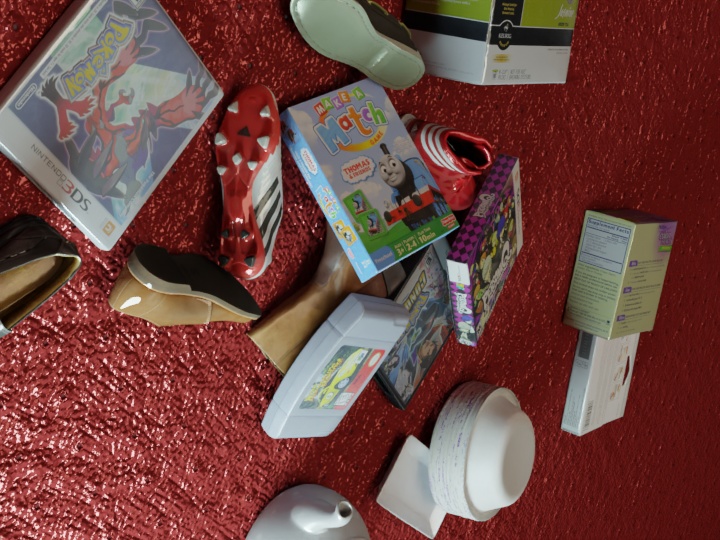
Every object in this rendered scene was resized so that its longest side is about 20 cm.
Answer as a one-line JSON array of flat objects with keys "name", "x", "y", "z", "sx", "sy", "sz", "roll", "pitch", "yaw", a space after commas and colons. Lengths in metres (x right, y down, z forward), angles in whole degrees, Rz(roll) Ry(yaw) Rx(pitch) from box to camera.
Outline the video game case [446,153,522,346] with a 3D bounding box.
[{"name": "video game case", "x": 0.176, "y": -0.027, "z": 1.458, "sx": 0.202, "sy": 0.035, "sz": 0.183, "roll": -60, "pitch": 153, "yaw": -33}]

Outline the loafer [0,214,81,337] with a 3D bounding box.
[{"name": "loafer", "x": -0.322, "y": 0.031, "z": 0.882, "sx": 0.200, "sy": 0.072, "sz": 0.073, "roll": -49, "pitch": 139, "yaw": -25}]

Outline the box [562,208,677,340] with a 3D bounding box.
[{"name": "box", "x": 0.449, "y": 0.002, "z": 1.816, "sx": 0.174, "sy": 0.096, "sz": 0.204, "roll": -6, "pitch": 110, "yaw": -50}]

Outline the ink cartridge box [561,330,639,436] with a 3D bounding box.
[{"name": "ink cartridge box", "x": 0.446, "y": 0.187, "z": 1.934, "sx": 0.172, "sy": 0.043, "sz": 0.204, "roll": -9, "pitch": 112, "yaw": -50}]

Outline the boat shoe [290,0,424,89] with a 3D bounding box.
[{"name": "boat shoe", "x": -0.008, "y": -0.269, "z": 1.160, "sx": 0.071, "sy": 0.061, "sz": 0.200, "roll": -34, "pitch": 141, "yaw": 27}]

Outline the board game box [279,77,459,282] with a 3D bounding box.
[{"name": "board game box", "x": 0.009, "y": -0.107, "z": 1.176, "sx": 0.150, "sy": 0.036, "sz": 0.202, "roll": -28, "pitch": 87, "yaw": -41}]

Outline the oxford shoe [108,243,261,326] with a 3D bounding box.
[{"name": "oxford shoe", "x": -0.180, "y": 0.028, "z": 1.081, "sx": 0.071, "sy": 0.072, "sz": 0.199, "roll": -47, "pitch": 146, "yaw": 16}]

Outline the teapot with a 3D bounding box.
[{"name": "teapot", "x": -0.048, "y": 0.379, "z": 1.315, "sx": 0.199, "sy": 0.145, "sz": 0.200, "roll": 35, "pitch": 78, "yaw": -52}]

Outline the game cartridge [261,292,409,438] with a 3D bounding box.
[{"name": "game cartridge", "x": -0.032, "y": 0.118, "z": 1.254, "sx": 0.132, "sy": 0.041, "sz": 0.201, "roll": 14, "pitch": 115, "yaw": -54}]

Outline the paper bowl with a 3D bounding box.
[{"name": "paper bowl", "x": 0.193, "y": 0.275, "z": 1.583, "sx": 0.199, "sy": 0.103, "sz": 0.205, "roll": -14, "pitch": 107, "yaw": -54}]

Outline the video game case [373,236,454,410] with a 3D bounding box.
[{"name": "video game case", "x": 0.076, "y": 0.064, "z": 1.418, "sx": 0.202, "sy": 0.025, "sz": 0.181, "roll": -57, "pitch": 146, "yaw": -19}]

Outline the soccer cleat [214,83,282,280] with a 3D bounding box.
[{"name": "soccer cleat", "x": -0.112, "y": -0.092, "z": 1.105, "sx": 0.085, "sy": 0.067, "sz": 0.204, "roll": -22, "pitch": 116, "yaw": -73}]

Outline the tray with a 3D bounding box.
[{"name": "tray", "x": 0.085, "y": 0.320, "z": 1.556, "sx": 0.109, "sy": 0.022, "sz": 0.200, "roll": -60, "pitch": 142, "yaw": -13}]

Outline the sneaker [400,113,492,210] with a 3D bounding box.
[{"name": "sneaker", "x": 0.125, "y": -0.122, "z": 1.340, "sx": 0.199, "sy": 0.114, "sz": 0.079, "roll": 33, "pitch": 79, "yaw": -52}]

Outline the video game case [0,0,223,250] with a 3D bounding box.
[{"name": "video game case", "x": -0.228, "y": -0.149, "z": 0.963, "sx": 0.202, "sy": 0.023, "sz": 0.183, "roll": -57, "pitch": 141, "yaw": -18}]

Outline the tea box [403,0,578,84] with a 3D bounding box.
[{"name": "tea box", "x": 0.165, "y": -0.336, "z": 1.284, "sx": 0.198, "sy": 0.132, "sz": 0.201, "roll": -12, "pitch": 115, "yaw": -49}]

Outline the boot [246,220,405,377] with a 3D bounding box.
[{"name": "boot", "x": -0.058, "y": 0.009, "z": 1.225, "sx": 0.199, "sy": 0.068, "sz": 0.189, "roll": -41, "pitch": 136, "yaw": -12}]
